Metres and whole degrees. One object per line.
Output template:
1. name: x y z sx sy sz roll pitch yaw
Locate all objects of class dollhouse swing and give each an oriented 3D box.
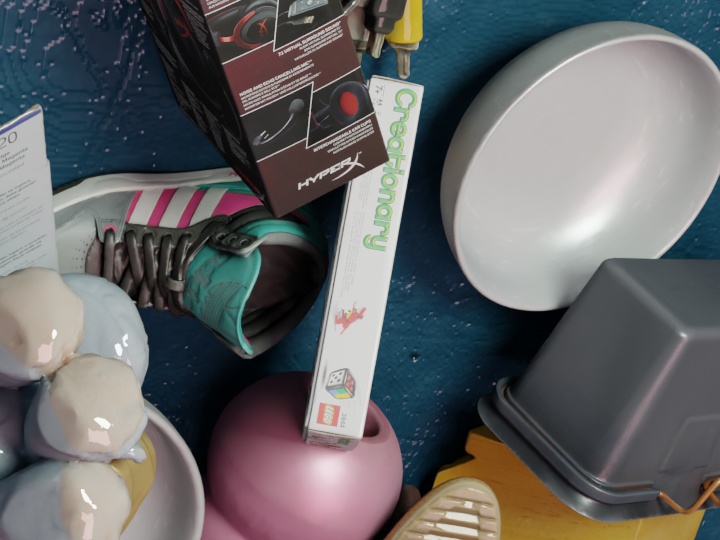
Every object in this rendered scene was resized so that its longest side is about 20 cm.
1. dollhouse swing: 0.144 0.189 1.532 0.181 0.176 0.200 19 115 9

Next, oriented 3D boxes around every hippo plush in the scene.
1. hippo plush: -0.158 0.084 1.097 0.161 0.159 0.200 -15 125 -65

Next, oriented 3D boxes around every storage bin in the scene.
1. storage bin: 0.201 0.073 1.387 0.200 0.146 0.134 0 127 -47

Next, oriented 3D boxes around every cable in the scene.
1. cable: 0.010 -0.208 1.226 0.097 0.050 0.200 8 103 -26

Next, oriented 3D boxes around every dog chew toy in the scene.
1. dog chew toy: -0.060 0.161 1.356 0.124 0.125 0.200 18 117 -35

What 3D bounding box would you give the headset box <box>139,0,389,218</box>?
1. headset box: -0.069 -0.151 1.136 0.075 0.149 0.200 -27 127 -12

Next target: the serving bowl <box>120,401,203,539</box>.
1. serving bowl: -0.197 0.139 1.284 0.200 0.066 0.200 -9 120 -16

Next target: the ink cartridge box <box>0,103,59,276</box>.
1. ink cartridge box: -0.245 0.012 1.091 0.196 0.043 0.200 -32 151 -24

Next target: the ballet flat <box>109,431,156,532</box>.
1. ballet flat: -0.183 0.172 1.221 0.069 0.063 0.200 28 105 -2

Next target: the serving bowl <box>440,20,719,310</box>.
1. serving bowl: 0.130 -0.073 1.337 0.200 0.066 0.200 -18 132 -21

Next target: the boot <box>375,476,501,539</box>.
1. boot: 0.028 0.179 1.381 0.072 0.166 0.200 21 115 -10

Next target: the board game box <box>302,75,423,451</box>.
1. board game box: 0.000 0.000 1.231 0.035 0.126 0.200 10 83 -1

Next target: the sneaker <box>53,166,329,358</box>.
1. sneaker: -0.103 0.003 1.230 0.200 0.121 0.084 -12 123 -22
